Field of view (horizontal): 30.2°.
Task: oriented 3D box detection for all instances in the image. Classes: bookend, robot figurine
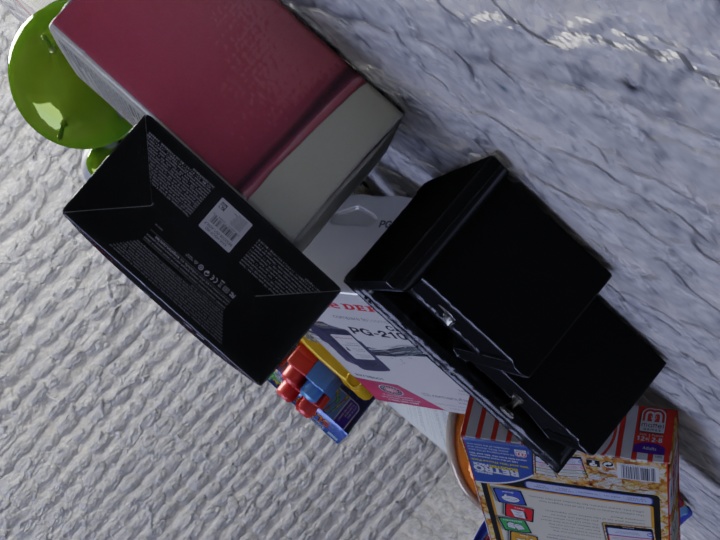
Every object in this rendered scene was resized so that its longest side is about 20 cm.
[{"bbox_3d":[0.101,0.037,0.809,0.200,0.092,0.199,42,175,-6],"label":"bookend"},{"bbox_3d":[-0.208,-0.165,1.070,0.200,0.114,0.177,-58,-38,-68],"label":"robot figurine"}]

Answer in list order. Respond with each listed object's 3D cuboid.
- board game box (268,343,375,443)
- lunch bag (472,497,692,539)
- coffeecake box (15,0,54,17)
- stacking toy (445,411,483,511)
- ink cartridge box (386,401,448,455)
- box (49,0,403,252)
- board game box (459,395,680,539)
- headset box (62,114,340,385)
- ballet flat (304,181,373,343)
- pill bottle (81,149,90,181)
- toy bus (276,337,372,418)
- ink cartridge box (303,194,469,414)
[{"bbox_3d":[-0.016,0.083,1.544,0.135,0.200,0.034,42,145,0],"label":"board game box"},{"bbox_3d":[0.193,0.248,1.263,0.151,0.200,0.094,44,174,-36],"label":"lunch bag"},{"bbox_3d":[-0.254,-0.235,1.341,0.200,0.073,0.154,38,174,40],"label":"coffeecake box"},{"bbox_3d":[0.178,0.141,1.099,0.146,0.147,0.199,44,157,-22],"label":"stacking toy"},{"bbox_3d":[0.056,0.071,1.273,0.200,0.040,0.201,36,145,63],"label":"ink cartridge box"},{"bbox_3d":[-0.083,-0.114,0.852,0.200,0.109,0.128,42,173,0],"label":"box"},{"bbox_3d":[0.165,0.167,1.014,0.150,0.047,0.201,6,145,18],"label":"board game box"},{"bbox_3d":[-0.102,-0.009,0.825,0.148,0.075,0.200,42,173,-7],"label":"headset box"},{"bbox_3d":[0.000,0.000,1.180,0.075,0.068,0.201,21,136,2],"label":"ballet flat"},{"bbox_3d":[-0.185,-0.086,1.227,0.200,0.104,0.104,46,175,-1],"label":"pill bottle"},{"bbox_3d":[-0.037,0.053,1.454,0.200,0.192,0.136,42,177,14],"label":"toy bus"},{"bbox_3d":[0.035,0.030,1.042,0.144,0.085,0.200,5,151,37],"label":"ink cartridge box"}]
